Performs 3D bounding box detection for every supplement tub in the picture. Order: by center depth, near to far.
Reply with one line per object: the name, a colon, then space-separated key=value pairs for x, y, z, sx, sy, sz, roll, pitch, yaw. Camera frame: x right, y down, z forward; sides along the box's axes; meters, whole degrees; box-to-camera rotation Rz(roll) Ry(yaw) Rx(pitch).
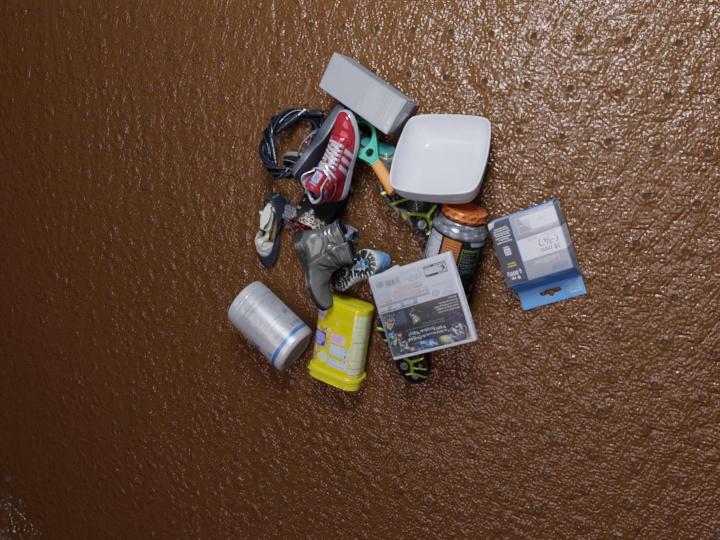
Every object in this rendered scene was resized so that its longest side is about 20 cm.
supplement tub: x=0.196 y=-0.038 z=1.256 sx=0.120 sy=0.122 sz=0.206 roll=23 pitch=116 yaw=20
supplement tub: x=-0.231 y=0.142 z=1.525 sx=0.199 sy=0.131 sz=0.134 roll=40 pitch=116 yaw=14

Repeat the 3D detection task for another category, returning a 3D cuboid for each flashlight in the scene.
flashlight: x=-0.100 y=-0.107 z=1.436 sx=0.196 sy=0.068 sz=0.070 roll=27 pitch=114 yaw=19

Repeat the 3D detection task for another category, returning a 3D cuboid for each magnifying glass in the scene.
magnifying glass: x=0.024 y=-0.246 z=1.279 sx=0.078 sy=0.022 sz=0.203 roll=-34 pitch=70 yaw=10

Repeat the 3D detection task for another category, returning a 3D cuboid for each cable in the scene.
cable: x=-0.163 y=-0.297 z=1.373 sx=0.159 sy=0.051 sz=0.205 roll=19 pitch=71 yaw=18

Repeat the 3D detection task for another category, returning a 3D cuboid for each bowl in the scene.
bowl: x=0.170 y=-0.220 z=1.225 sx=0.193 sy=0.075 sz=0.205 roll=7 pitch=62 yaw=23

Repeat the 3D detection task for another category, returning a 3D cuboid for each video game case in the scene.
video game case: x=0.127 y=0.077 z=1.233 sx=0.195 sy=0.023 sz=0.188 roll=-17 pitch=92 yaw=28

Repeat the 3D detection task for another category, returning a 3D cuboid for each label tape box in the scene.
label tape box: x=0.362 y=-0.025 z=1.214 sx=0.141 sy=0.063 sz=0.206 roll=-18 pitch=92 yaw=30

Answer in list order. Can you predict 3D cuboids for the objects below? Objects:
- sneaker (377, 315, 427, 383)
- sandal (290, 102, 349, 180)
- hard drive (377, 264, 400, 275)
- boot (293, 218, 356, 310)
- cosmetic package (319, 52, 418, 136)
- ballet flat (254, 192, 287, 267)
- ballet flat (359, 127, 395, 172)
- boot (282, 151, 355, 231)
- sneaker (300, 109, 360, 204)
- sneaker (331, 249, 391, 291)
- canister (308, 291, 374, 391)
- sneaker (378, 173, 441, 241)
sneaker: x=0.107 y=0.171 z=1.386 sx=0.073 sy=0.077 sz=0.204 roll=-18 pitch=110 yaw=21
sandal: x=-0.093 y=-0.281 z=1.300 sx=0.042 sy=0.076 sz=0.203 roll=30 pitch=76 yaw=15
hard drive: x=0.133 y=0.065 z=1.315 sx=0.198 sy=0.131 sz=0.027 roll=37 pitch=114 yaw=15
boot: x=-0.064 y=-0.008 z=1.344 sx=0.126 sy=0.068 sz=0.206 roll=-11 pitch=112 yaw=18
cosmetic package: x=0.018 y=-0.381 z=1.290 sx=0.199 sy=0.106 sz=0.091 roll=40 pitch=113 yaw=12
ballet flat: x=-0.238 y=-0.099 z=1.509 sx=0.071 sy=0.073 sz=0.206 roll=25 pitch=112 yaw=20
ballet flat: x=-0.002 y=-0.283 z=1.350 sx=0.197 sy=0.067 sz=0.065 roll=34 pitch=145 yaw=20
boot: x=-0.125 y=-0.180 z=1.397 sx=0.196 sy=0.073 sz=0.154 roll=27 pitch=81 yaw=12
sneaker: x=-0.066 y=-0.234 z=1.261 sx=0.070 sy=0.111 sz=0.206 roll=30 pitch=126 yaw=32
sneaker: x=0.000 y=0.000 z=1.401 sx=0.197 sy=0.088 sz=0.081 roll=-13 pitch=84 yaw=50
canister: x=-0.045 y=0.171 z=1.460 sx=0.145 sy=0.086 sz=0.207 roll=17 pitch=107 yaw=25
sneaker: x=0.120 y=-0.141 z=1.316 sx=0.075 sy=0.077 sz=0.200 roll=-43 pitch=98 yaw=6
